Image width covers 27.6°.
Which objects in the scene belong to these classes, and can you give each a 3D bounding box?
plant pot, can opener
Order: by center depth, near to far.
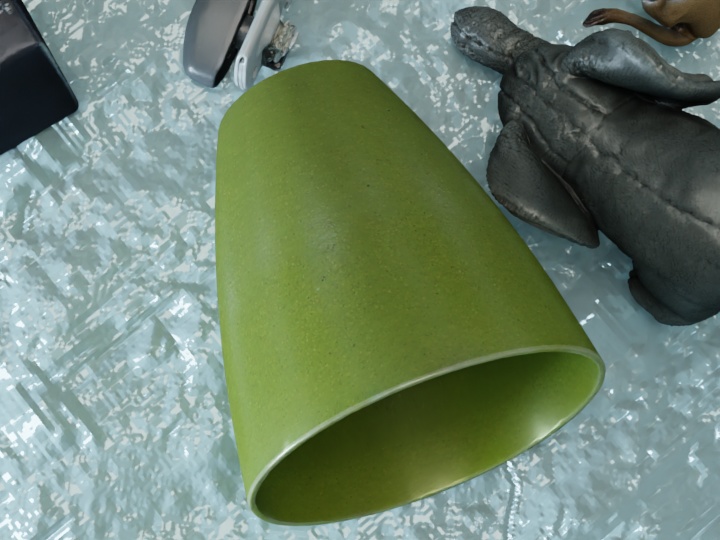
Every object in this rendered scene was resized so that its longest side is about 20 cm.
[{"bbox_3d":[0.000,0.000,0.754,0.186,0.187,0.201,-20,66,-4],"label":"plant pot"},{"bbox_3d":[-0.038,-0.194,0.836,0.066,0.053,0.201,25,81,5],"label":"can opener"}]

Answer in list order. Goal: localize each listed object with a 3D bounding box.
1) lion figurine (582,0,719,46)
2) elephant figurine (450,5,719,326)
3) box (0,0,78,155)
[{"bbox_3d":[0.204,-0.191,0.818,0.200,0.122,0.072,-51,54,2],"label":"lion figurine"},{"bbox_3d":[0.126,-0.065,0.764,0.200,0.155,0.142,34,66,-4],"label":"elephant figurine"},{"bbox_3d":[-0.292,-0.134,0.793,0.199,0.117,0.197,-32,81,-7],"label":"box"}]
